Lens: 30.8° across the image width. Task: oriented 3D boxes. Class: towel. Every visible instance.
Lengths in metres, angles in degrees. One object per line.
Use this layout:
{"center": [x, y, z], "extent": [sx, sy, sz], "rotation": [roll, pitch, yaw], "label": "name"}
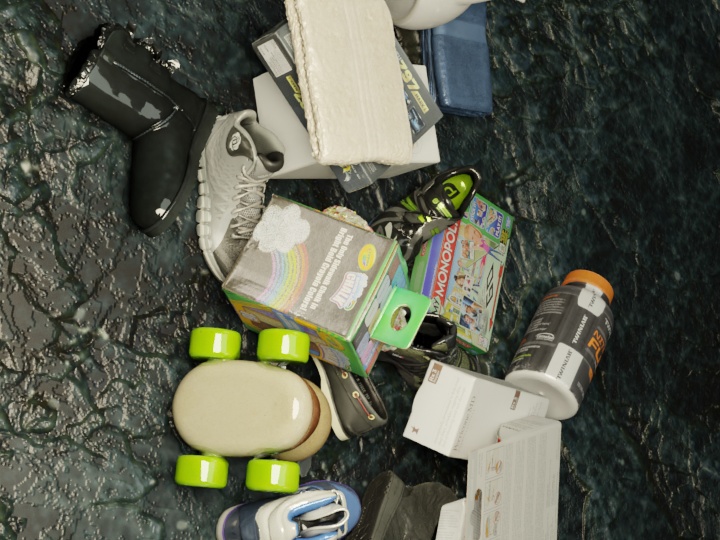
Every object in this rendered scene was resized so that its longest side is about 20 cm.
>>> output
{"center": [-0.013, -0.210, 1.412], "extent": [0.132, 0.034, 0.200], "rotation": [-5, 83, -39], "label": "towel"}
{"center": [0.125, -0.305, 1.746], "extent": [0.112, 0.048, 0.200], "rotation": [5, 77, -41], "label": "towel"}

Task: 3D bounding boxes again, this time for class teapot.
{"center": [0.097, -0.401, 1.638], "extent": [0.146, 0.197, 0.200], "rotation": [-15, 91, -25], "label": "teapot"}

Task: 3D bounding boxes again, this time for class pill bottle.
{"center": [0.276, 0.093, 1.758], "extent": [0.106, 0.106, 0.200], "rotation": [47, 54, -25], "label": "pill bottle"}

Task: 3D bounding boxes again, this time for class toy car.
{"center": [-0.096, 0.160, 1.422], "extent": [0.200, 0.158, 0.165], "rotation": [31, 61, -66], "label": "toy car"}

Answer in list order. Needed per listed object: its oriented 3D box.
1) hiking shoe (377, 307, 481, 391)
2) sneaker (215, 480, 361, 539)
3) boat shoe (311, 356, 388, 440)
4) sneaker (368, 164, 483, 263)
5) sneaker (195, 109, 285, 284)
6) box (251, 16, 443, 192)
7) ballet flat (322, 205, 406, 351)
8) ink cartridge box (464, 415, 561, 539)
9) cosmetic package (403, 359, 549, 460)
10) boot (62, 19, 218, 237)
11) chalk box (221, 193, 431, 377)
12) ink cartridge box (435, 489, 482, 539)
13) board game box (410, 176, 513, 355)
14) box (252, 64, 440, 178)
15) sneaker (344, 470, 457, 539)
{"center": [0.089, 0.100, 1.592], "extent": [0.200, 0.101, 0.076], "rotation": [27, 63, -35], "label": "hiking shoe"}
{"center": [-0.041, 0.271, 1.408], "extent": [0.200, 0.146, 0.081], "rotation": [-2, 82, -42], "label": "sneaker"}
{"center": [-0.026, 0.091, 1.496], "extent": [0.202, 0.063, 0.074], "rotation": [69, 16, 4], "label": "boat shoe"}
{"center": [0.076, -0.069, 1.613], "extent": [0.200, 0.083, 0.071], "rotation": [-42, 92, -25], "label": "sneaker"}
{"center": [-0.124, -0.081, 1.429], "extent": [0.075, 0.115, 0.200], "rotation": [-8, 87, -42], "label": "sneaker"}
{"center": [-0.011, -0.212, 1.470], "extent": [0.158, 0.051, 0.200], "rotation": [-46, 110, -38], "label": "box"}
{"center": [0.000, 0.000, 1.509], "extent": [0.200, 0.076, 0.064], "rotation": [62, 3, 23], "label": "ballet flat"}
{"center": [0.167, 0.268, 1.547], "extent": [0.200, 0.057, 0.163], "rotation": [-6, 100, -46], "label": "ink cartridge box"}
{"center": [0.145, 0.179, 1.595], "extent": [0.200, 0.074, 0.102], "rotation": [18, 92, -55], "label": "cosmetic package"}
{"center": [-0.241, -0.153, 1.369], "extent": [0.162, 0.073, 0.199], "rotation": [39, 50, -32], "label": "boot"}
{"center": [-0.024, 0.025, 1.402], "extent": [0.125, 0.200, 0.124], "rotation": [-62, 163, -17], "label": "chalk box"}
{"center": [0.152, 0.360, 1.604], "extent": [0.200, 0.041, 0.200], "rotation": [42, 55, -48], "label": "ink cartridge box"}
{"center": [0.130, -0.008, 1.701], "extent": [0.134, 0.029, 0.200], "rotation": [30, 63, -35], "label": "board game box"}
{"center": [-0.015, -0.179, 1.560], "extent": [0.200, 0.097, 0.125], "rotation": [-3, 83, -43], "label": "box"}
{"center": [0.040, 0.315, 1.529], "extent": [0.104, 0.060, 0.200], "rotation": [46, 47, -22], "label": "sneaker"}
